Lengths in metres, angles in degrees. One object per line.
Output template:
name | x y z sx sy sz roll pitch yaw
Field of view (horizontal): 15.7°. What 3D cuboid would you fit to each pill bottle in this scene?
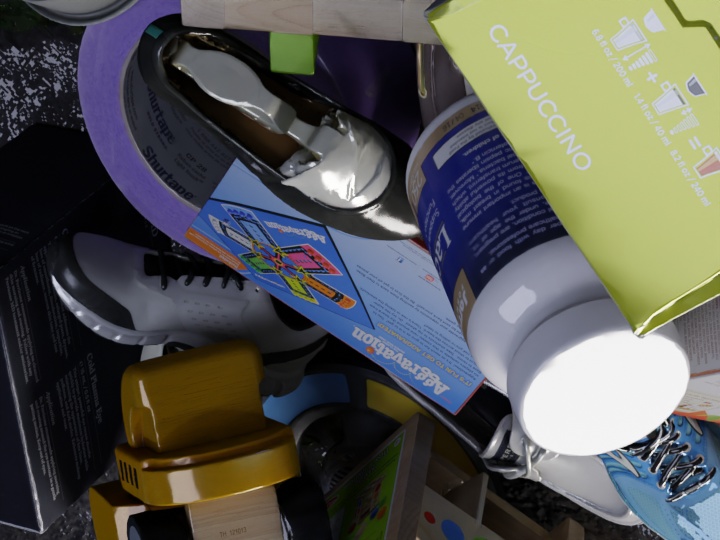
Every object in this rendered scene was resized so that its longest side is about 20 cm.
pill bottle | 0.103 -0.001 1.419 0.116 0.200 0.116 -10 133 -10

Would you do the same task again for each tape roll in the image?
tape roll | -0.068 -0.108 1.602 0.200 0.085 0.200 18 127 25

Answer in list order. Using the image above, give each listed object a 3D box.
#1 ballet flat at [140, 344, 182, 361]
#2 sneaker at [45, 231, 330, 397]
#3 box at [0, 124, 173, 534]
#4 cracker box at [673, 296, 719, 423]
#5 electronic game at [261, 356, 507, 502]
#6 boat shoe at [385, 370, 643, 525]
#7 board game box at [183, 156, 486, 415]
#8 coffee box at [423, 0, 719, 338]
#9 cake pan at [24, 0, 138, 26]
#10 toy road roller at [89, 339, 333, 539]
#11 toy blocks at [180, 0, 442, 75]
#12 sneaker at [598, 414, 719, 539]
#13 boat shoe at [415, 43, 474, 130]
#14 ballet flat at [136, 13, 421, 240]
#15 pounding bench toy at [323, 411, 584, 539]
ballet flat | -0.116 0.096 1.761 0.072 0.072 0.200 11 116 28
sneaker | -0.104 0.011 1.651 0.200 0.074 0.080 20 131 -30
box | -0.214 0.036 1.725 0.104 0.182 0.200 12 124 29
cracker box | 0.248 0.038 1.449 0.200 0.134 0.058 -13 72 38
electronic game | 0.009 0.146 1.743 0.200 0.042 0.200 17 127 24
boat shoe | 0.100 0.098 1.634 0.200 0.066 0.072 42 133 4
board game box | 0.000 0.000 1.563 0.200 0.019 0.103 34 132 -4
coffee box | 0.185 -0.123 1.316 0.200 0.198 0.200 -30 101 27
cake pan | -0.178 -0.247 1.559 0.200 0.037 0.200 3 94 44
toy road roller | -0.101 0.117 1.643 0.200 0.123 0.146 -170 69 -73
toy blocks | -0.014 -0.185 1.485 0.200 0.137 0.100 5 121 9
sneaker | 0.166 0.100 1.559 0.078 0.090 0.200 -40 94 12
boat shoe | 0.069 -0.071 1.541 0.059 0.072 0.200 25 139 33
ballet flat | -0.041 -0.077 1.483 0.200 0.068 0.068 31 177 -5
pounding bench toy | 0.029 0.224 1.664 0.156 0.124 0.200 36 124 -17
